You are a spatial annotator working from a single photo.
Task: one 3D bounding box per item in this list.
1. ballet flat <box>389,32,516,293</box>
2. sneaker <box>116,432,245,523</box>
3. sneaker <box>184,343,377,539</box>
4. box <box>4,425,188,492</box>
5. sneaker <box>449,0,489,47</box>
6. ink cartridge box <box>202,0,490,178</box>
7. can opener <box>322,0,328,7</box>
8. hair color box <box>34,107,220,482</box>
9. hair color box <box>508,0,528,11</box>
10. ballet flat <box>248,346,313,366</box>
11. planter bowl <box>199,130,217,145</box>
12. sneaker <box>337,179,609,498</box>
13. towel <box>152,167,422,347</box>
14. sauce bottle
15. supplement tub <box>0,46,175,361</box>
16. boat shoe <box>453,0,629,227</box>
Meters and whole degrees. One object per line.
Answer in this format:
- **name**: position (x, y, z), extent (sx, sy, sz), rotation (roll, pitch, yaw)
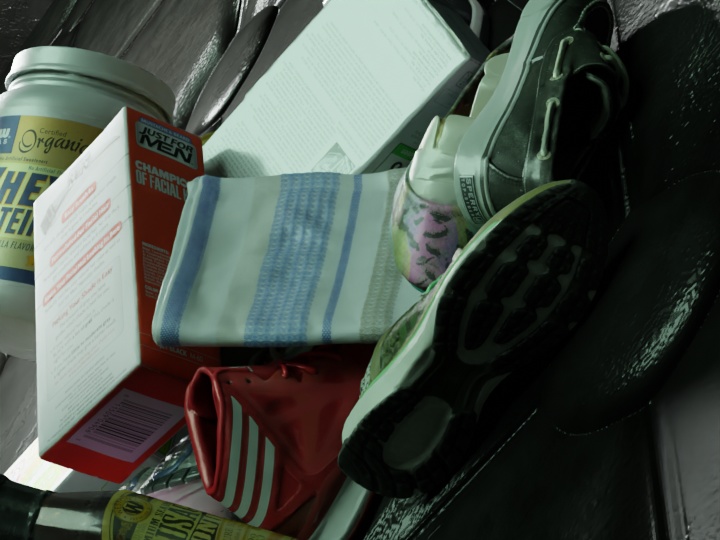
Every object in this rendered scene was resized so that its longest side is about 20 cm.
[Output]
- **ballet flat**: position (0.066, -0.073, 1.306), extent (0.071, 0.069, 0.200), rotation (94, -162, -44)
- **sneaker**: position (-0.097, 0.149, 1.400), extent (0.075, 0.087, 0.200), rotation (-46, 4, -35)
- **sneaker**: position (-0.026, 0.055, 1.306), extent (0.078, 0.115, 0.200), rotation (-30, 33, 57)
- **box**: position (-0.168, 0.151, 1.561), extent (0.200, 0.101, 0.113), rotation (-46, 21, 34)
- **sneaker**: position (0.038, -0.155, 1.543), extent (0.072, 0.083, 0.200), rotation (-52, 18, 18)
- **ink cartridge box**: position (-0.013, -0.092, 1.442), extent (0.200, 0.050, 0.109), rotation (-47, 57, 18)
- **can opener**: position (0.017, -0.205, 1.662), extent (0.066, 0.053, 0.200), rotation (-33, -2, -16)
- **hair color box**: position (-0.144, 0.014, 1.407), extent (0.111, 0.064, 0.201), rotation (-41, 42, 36)
- **hair color box**: position (0.072, -0.254, 1.574), extent (0.064, 0.111, 0.200), rotation (-53, 18, 16)
- **ballet flat**: position (0.000, 0.000, 1.410), extent (0.200, 0.064, 0.067), rotation (-54, 6, 15)
- **planter bowl**: position (-0.101, -0.039, 1.562), extent (0.200, 0.084, 0.200), rotation (-31, -9, -5)
- **sneaker**: position (0.050, 0.021, 1.206), extent (0.200, 0.077, 0.089), rotation (-51, 27, 20)
- **towel**: position (-0.015, -0.011, 1.324), extent (0.147, 0.199, 0.024), rotation (-78, -18, -48)
- **sauce bottle**: position (-0.120, 0.155, 1.257), extent (0.066, 0.199, 0.066), rotation (14, -90, -83)
- **supplement tub**: position (-0.212, -0.044, 1.641), extent (0.144, 0.144, 0.201), rotation (-23, 52, 62)
- **boat shoe**: position (0.115, -0.094, 1.275), extent (0.063, 0.071, 0.200), rotation (-4, 40, 29)
